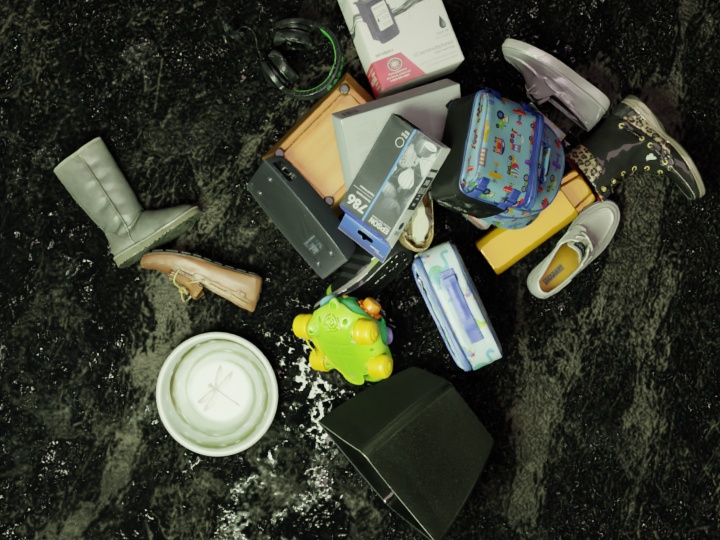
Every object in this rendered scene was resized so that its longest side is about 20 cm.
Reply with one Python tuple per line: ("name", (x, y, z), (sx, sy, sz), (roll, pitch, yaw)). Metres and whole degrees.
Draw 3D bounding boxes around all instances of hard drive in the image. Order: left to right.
("hard drive", (-0.093, -0.086, 1.444), (0.042, 0.135, 0.200), (-41, 92, -26))

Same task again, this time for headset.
("headset", (-0.125, -0.353, 1.454), (0.199, 0.094, 0.124), (24, 90, 17))

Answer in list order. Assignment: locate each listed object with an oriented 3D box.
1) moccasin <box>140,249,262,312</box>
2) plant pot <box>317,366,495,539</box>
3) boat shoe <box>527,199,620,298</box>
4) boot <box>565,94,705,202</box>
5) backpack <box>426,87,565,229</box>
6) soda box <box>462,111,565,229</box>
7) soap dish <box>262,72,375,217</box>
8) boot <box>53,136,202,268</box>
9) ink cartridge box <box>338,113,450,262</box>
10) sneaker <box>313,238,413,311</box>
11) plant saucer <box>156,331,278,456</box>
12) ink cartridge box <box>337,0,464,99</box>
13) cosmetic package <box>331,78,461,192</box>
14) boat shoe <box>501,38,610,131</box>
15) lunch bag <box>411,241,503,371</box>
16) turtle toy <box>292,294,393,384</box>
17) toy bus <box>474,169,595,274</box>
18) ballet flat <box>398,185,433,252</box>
("moccasin", (-0.262, 0.018, 1.478), (0.200, 0.074, 0.078), (18, 83, -9))
("plant pot", (0.084, 0.264, 1.399), (0.177, 0.200, 0.200), (-42, 108, -13))
("boat shoe", (0.349, -0.035, 1.461), (0.200, 0.070, 0.071), (-45, 91, -1))
("boot", (0.440, -0.162, 1.457), (0.150, 0.073, 0.200), (-38, 90, 1))
("backpack", (0.220, -0.156, 1.340), (0.199, 0.134, 0.184), (19, 77, -25))
("soda box", (0.239, -0.159, 1.463), (0.064, 0.068, 0.200), (41, 91, -2))
("soap dish", (-0.037, -0.197, 1.461), (0.200, 0.081, 0.157), (-45, 90, 1))
("boot", (-0.379, -0.128, 1.483), (0.181, 0.073, 0.201), (-29, 83, -1))
("ink cartridge box", (0.040, -0.119, 1.332), (0.099, 0.039, 0.201), (36, 109, 22))
("sneaker", (0.000, 0.000, 1.483), (0.200, 0.072, 0.083), (-38, 55, 6))
("plant saucer", (-0.231, 0.200, 1.486), (0.199, 0.050, 0.202), (0, 91, 2))
("ink cartridge box", (0.059, -0.397, 1.450), (0.144, 0.084, 0.201), (-21, 90, -6))
("cosmetic package", (0.066, -0.194, 1.400), (0.199, 0.052, 0.152), (-19, 116, -15))
("boat shoe", (0.305, -0.298, 1.466), (0.199, 0.072, 0.069), (33, 91, -8))
("lunch bag", (0.150, 0.055, 1.421), (0.082, 0.161, 0.201), (-25, 91, 4))
("turtle toy", (-0.008, 0.110, 1.424), (0.145, 0.201, 0.101), (4, 46, 30))
("toy bus", (0.281, -0.079, 1.455), (0.200, 0.078, 0.065), (-37, 90, 7))
("ballet flat", (0.085, -0.119, 1.374), (0.070, 0.065, 0.201), (-14, 116, -9))
